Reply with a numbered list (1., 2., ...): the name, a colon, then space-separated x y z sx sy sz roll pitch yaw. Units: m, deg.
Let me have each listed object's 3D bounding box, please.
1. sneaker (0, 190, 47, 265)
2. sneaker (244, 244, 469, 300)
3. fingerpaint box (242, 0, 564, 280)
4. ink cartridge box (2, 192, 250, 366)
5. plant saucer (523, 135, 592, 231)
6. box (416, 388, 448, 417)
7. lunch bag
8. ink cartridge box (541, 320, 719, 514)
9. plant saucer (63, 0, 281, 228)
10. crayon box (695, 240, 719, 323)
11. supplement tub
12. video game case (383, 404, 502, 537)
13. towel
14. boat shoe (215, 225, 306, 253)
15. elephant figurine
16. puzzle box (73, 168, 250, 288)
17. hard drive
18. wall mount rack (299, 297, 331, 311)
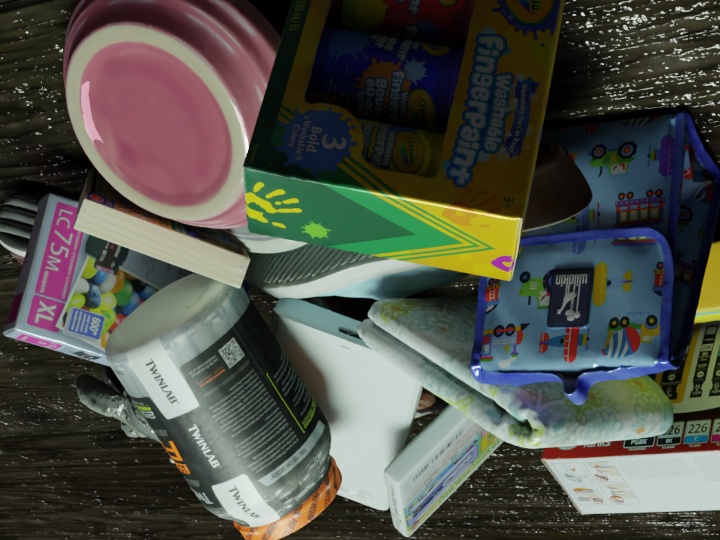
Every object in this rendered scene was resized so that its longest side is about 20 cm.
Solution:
1. sneaker: -0.223 -0.006 1.486 0.199 0.076 0.116 22 160 0
2. sneaker: 0.000 0.000 1.324 0.199 0.074 0.082 -6 144 34
3. fingerpaint box: 0.031 -0.109 1.023 0.165 0.201 0.074 11 149 6
4. ink cartridge box: -0.184 0.023 1.389 0.199 0.120 0.042 20 162 -25
5. plant saucer: 0.055 -0.065 1.113 0.198 0.200 0.035 5 109 17
6. box: 0.028 0.106 1.585 0.075 0.050 0.200 29 149 -25
7. lunch bag: 0.161 0.003 1.170 0.149 0.201 0.094 -5 148 31
8. ink cartridge box: 0.266 0.099 1.344 0.199 0.176 0.084 -8 135 34
9. plant saucer: -0.130 -0.112 1.163 0.199 0.051 0.202 17 129 22
10. crayon box: 0.249 0.012 1.256 0.199 0.051 0.126 -11 172 39
11. supplement tub: -0.104 0.109 1.330 0.122 0.123 0.201 -15 114 42
12. video game case: 0.099 0.135 1.452 0.022 0.200 0.182 42 166 18
13. towel: 0.117 0.076 1.271 0.170 0.049 0.199 -3 -153 -45
14. boat shoe: -0.103 -0.069 1.257 0.200 0.070 0.072 19 155 43
15. elephant figurine: -0.178 0.101 1.490 0.154 0.143 0.200 9 -171 -1
16. puzzle box: -0.158 -0.037 1.317 0.132 0.026 0.200 19 -173 -11
17. hard drive: -0.020 0.114 1.403 0.131 0.026 0.201 20 137 7
18. wall mount rack: -0.060 0.065 1.499 0.174 0.074 0.201 40 163 56
